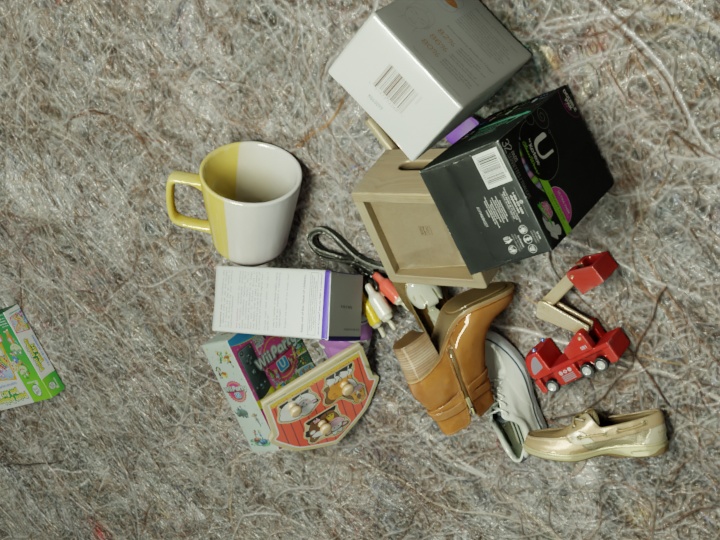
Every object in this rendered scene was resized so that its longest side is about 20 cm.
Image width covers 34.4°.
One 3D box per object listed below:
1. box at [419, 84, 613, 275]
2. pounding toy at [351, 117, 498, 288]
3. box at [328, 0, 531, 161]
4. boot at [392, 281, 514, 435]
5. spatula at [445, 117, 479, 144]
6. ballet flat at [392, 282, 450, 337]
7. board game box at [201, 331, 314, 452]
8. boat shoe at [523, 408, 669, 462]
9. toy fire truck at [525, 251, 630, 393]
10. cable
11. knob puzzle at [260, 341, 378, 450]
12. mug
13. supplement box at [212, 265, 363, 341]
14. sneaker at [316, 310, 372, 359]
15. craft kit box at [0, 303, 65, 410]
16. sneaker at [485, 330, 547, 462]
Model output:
[{"bbox_3d":[0.193,-0.112,1.415,0.124,0.200,0.149,-18,104,40],"label":"box"},{"bbox_3d":[0.087,-0.096,1.568,0.200,0.142,0.184,4,132,37],"label":"pounding toy"},{"bbox_3d":[0.087,-0.251,1.409,0.152,0.200,0.106,47,132,3],"label":"box"},{"bbox_3d":[0.156,0.121,1.609,0.155,0.200,0.077,60,162,-17],"label":"boot"},{"bbox_3d":[0.081,-0.212,1.560,0.200,0.021,0.057,28,131,20],"label":"spatula"},{"bbox_3d":[0.105,0.061,1.664,0.200,0.068,0.072,65,175,-14],"label":"ballet flat"},{"bbox_3d":[-0.148,0.167,1.867,0.064,0.148,0.200,-12,109,41],"label":"board game box"},{"bbox_3d":[0.322,0.221,1.610,0.200,0.071,0.065,-6,101,21],"label":"boat shoe"},{"bbox_3d":[0.284,0.073,1.564,0.200,0.049,0.141,-33,94,44],"label":"toy fire truck"},{"bbox_3d":[0.000,0.000,1.725,0.200,0.050,0.097,46,121,6],"label":"cable"},{"bbox_3d":[-0.052,0.220,1.810,0.030,0.219,0.220,50,139,37],"label":"knob puzzle"},{"bbox_3d":[-0.178,-0.097,1.745,0.186,0.149,0.153,31,139,24],"label":"mug"},{"bbox_3d":[-0.107,0.048,1.712,0.200,0.101,0.104,1,87,28],"label":"supplement box"},{"bbox_3d":[-0.075,0.084,1.818,0.200,0.073,0.115,19,129,26],"label":"sneaker"},{"bbox_3d":[-0.712,0.179,2.357,0.200,0.049,0.198,-17,108,41],"label":"craft kit box"},{"bbox_3d":[0.210,0.183,1.668,0.073,0.071,0.200,-18,105,41],"label":"sneaker"}]
